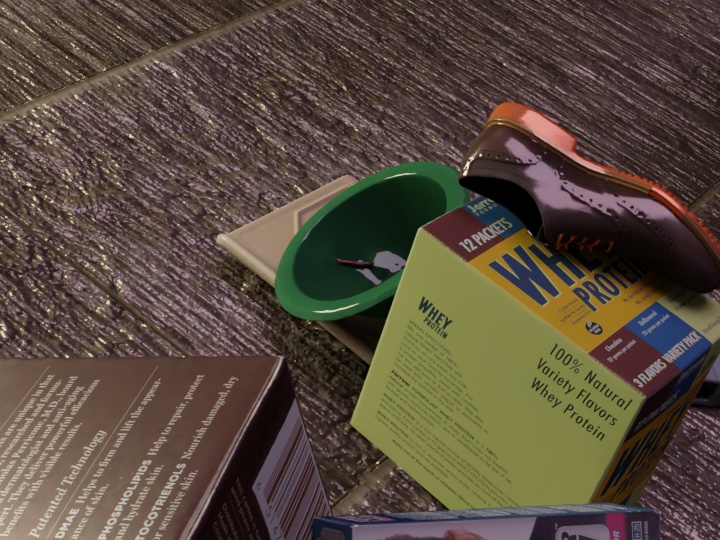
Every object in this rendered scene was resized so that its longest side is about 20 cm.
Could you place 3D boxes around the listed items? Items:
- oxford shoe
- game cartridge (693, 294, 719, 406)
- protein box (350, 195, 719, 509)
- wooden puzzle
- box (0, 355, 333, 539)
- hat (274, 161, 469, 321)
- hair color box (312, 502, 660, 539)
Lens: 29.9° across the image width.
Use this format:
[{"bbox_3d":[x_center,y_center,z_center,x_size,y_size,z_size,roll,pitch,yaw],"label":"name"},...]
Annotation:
[{"bbox_3d":[0.158,-0.033,0.928,0.199,0.071,0.073,33,68,13],"label":"oxford shoe"},{"bbox_3d":[0.236,0.052,1.181,0.198,0.042,0.134,8,45,-17],"label":"game cartridge"},{"bbox_3d":[0.127,0.076,0.984,0.198,0.201,0.135,38,42,24],"label":"protein box"},{"bbox_3d":[0.000,0.000,1.164,0.185,0.037,0.200,37,37,22],"label":"wooden puzzle"},{"bbox_3d":[-0.134,0.160,0.752,0.198,0.167,0.165,-3,33,21],"label":"box"},{"bbox_3d":[0.056,0.025,1.102,0.199,0.176,0.166,-34,34,0],"label":"hat"},{"bbox_3d":[0.074,0.188,0.769,0.199,0.060,0.101,1,84,-23],"label":"hair color box"}]
